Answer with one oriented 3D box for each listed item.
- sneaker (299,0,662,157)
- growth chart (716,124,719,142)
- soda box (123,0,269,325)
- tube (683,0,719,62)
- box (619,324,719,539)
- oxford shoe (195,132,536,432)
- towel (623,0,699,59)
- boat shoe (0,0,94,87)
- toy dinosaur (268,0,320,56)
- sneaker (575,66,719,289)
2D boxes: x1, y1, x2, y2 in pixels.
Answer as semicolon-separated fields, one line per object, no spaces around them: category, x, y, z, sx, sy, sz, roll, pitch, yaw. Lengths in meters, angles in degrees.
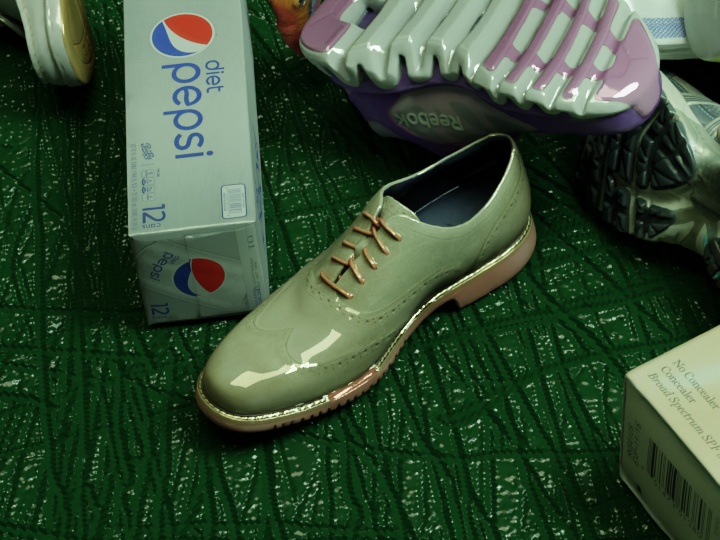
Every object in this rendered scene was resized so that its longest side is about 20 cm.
sneaker;0.067;-0.092;1.125;0.199;0.089;0.081;12;51;38
growth chart;0.257;-0.082;1.104;0.144;0.018;0.200;9;20;14
soda box;-0.084;-0.071;1.147;0.063;0.069;0.201;-7;48;0
tube;0.256;-0.122;1.118;0.199;0.059;0.052;0;2;-23
box;0.221;0.056;1.003;0.199;0.078;0.095;-27;52;-18
oxford shoe;0.000;0.000;1.073;0.200;0.074;0.071;-37;55;-26
towel;0.170;-0.199;1.151;0.146;0.024;0.201;-6;74;-25
boat shoe;-0.191;-0.162;1.242;0.069;0.071;0.201;-16;43;-4
toy dinosaur;0.031;-0.179;1.219;0.199;0.105;0.182;18;62;12
sneaker;0.181;-0.039;1.109;0.086;0.078;0.200;1;32;-35
